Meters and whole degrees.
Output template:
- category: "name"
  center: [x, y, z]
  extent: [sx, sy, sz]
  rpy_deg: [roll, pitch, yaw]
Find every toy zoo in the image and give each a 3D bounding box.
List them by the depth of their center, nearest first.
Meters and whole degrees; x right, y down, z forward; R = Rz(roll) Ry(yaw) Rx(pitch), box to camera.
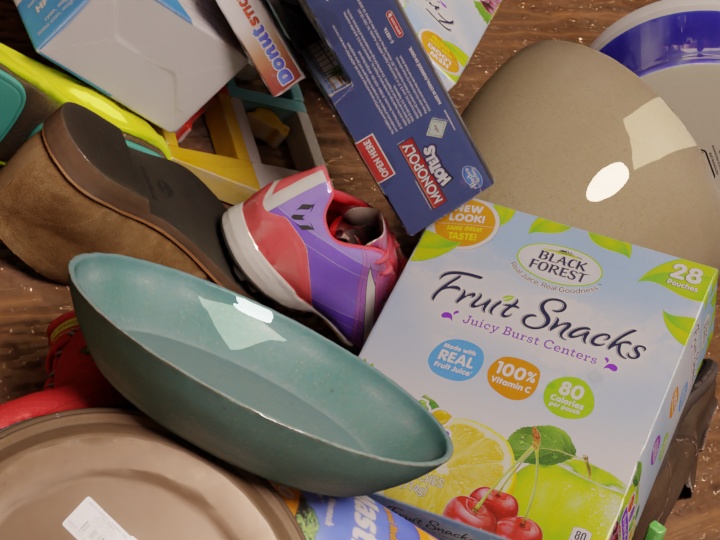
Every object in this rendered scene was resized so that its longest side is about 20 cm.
- category: "toy zoo"
  center: [-0.089, -0.111, 1.106]
  extent: [0.130, 0.020, 0.202]
  rpy_deg: [10, 50, -41]

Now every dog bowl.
- category: "dog bowl"
  center: [0.251, -0.100, 1.298]
  extent: [0.199, 0.200, 0.079]
  rpy_deg: [32, 41, -20]

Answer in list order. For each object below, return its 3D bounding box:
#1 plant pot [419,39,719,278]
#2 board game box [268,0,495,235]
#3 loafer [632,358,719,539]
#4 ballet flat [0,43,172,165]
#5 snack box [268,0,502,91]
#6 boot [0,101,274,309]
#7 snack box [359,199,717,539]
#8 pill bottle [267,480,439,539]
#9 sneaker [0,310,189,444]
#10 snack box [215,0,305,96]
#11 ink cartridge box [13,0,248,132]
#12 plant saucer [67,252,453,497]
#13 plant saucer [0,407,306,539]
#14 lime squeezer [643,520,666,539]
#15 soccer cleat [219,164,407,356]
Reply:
- category: "plant pot"
  center: [0.115, -0.027, 1.124]
  extent: [0.134, 0.200, 0.201]
  rpy_deg: [-36, 84, -26]
- category: "board game box"
  center: [-0.017, -0.152, 1.013]
  extent: [0.201, 0.061, 0.200]
  rpy_deg: [59, 1, -33]
- category: "loafer"
  center: [0.191, 0.117, 1.161]
  extent: [0.200, 0.072, 0.072]
  rpy_deg: [-40, 122, -55]
- category: "ballet flat"
  center: [-0.189, -0.091, 0.954]
  extent: [0.199, 0.067, 0.067]
  rpy_deg: [23, 30, -40]
- category: "snack box"
  center: [0.008, -0.201, 1.235]
  extent: [0.168, 0.068, 0.200]
  rpy_deg: [42, 30, -8]
- category: "boot"
  center: [-0.122, -0.018, 0.958]
  extent: [0.200, 0.075, 0.074]
  rpy_deg: [35, 23, -48]
- category: "snack box"
  center: [0.085, 0.068, 0.959]
  extent: [0.167, 0.068, 0.201]
  rpy_deg: [16, 55, 19]
- category: "pill bottle"
  center: [-0.009, 0.167, 0.855]
  extent: [0.199, 0.112, 0.113]
  rpy_deg: [33, 38, -19]
- category: "sneaker"
  center: [-0.135, 0.061, 0.867]
  extent: [0.085, 0.077, 0.199]
  rpy_deg: [50, 25, 12]
- category: "snack box"
  center: [-0.072, -0.166, 1.046]
  extent: [0.072, 0.024, 0.200]
  rpy_deg: [60, 2, -24]
- category: "ink cartridge box"
  center: [-0.154, -0.186, 1.016]
  extent: [0.115, 0.068, 0.201]
  rpy_deg: [30, 24, -49]
- category: "plant saucer"
  center: [-0.052, 0.053, 0.816]
  extent: [0.198, 0.036, 0.200]
  rpy_deg: [26, 9, -4]
- category: "plant saucer"
  center: [-0.109, 0.155, 0.740]
  extent: [0.197, 0.029, 0.203]
  rpy_deg: [3, 73, -9]
- category: "lime squeezer"
  center: [0.166, 0.207, 1.017]
  extent: [0.038, 0.070, 0.200]
  rpy_deg: [56, -2, 32]
- category: "soccer cleat"
  center: [0.000, 0.000, 1.020]
  extent: [0.200, 0.073, 0.069]
  rpy_deg: [33, 30, -52]
